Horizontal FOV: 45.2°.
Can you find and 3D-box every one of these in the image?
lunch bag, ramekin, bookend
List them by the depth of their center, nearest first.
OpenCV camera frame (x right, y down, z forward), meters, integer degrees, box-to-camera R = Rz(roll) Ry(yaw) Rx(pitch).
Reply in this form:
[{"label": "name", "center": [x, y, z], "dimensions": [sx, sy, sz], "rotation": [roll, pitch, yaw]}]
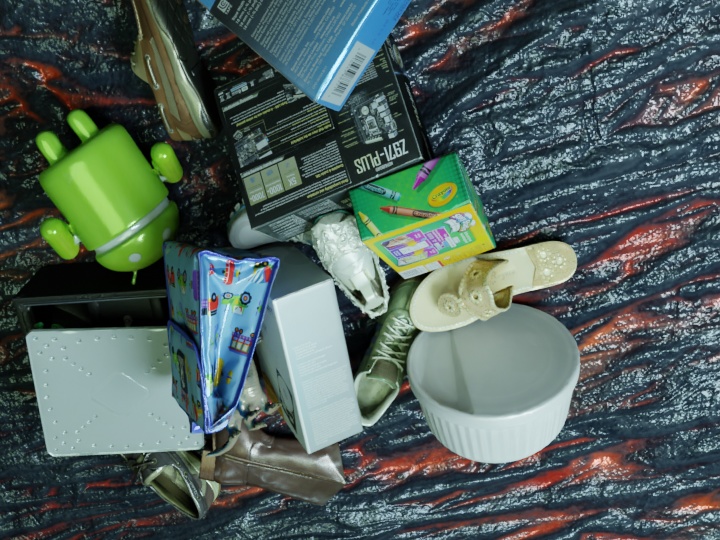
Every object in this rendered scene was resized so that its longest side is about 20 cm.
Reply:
[{"label": "lunch bag", "center": [-0.164, 0.076, 0.945], "dimensions": [0.092, 0.150, 0.204], "rotation": [5, 93, -27]}, {"label": "ramekin", "center": [0.157, 0.135, 1.020], "dimensions": [0.198, 0.204, 0.096], "rotation": [-5, 126, 8]}, {"label": "bookend", "center": [-0.309, 0.097, 1.102], "dimensions": [0.194, 0.093, 0.204], "rotation": [-3, 116, 7]}]

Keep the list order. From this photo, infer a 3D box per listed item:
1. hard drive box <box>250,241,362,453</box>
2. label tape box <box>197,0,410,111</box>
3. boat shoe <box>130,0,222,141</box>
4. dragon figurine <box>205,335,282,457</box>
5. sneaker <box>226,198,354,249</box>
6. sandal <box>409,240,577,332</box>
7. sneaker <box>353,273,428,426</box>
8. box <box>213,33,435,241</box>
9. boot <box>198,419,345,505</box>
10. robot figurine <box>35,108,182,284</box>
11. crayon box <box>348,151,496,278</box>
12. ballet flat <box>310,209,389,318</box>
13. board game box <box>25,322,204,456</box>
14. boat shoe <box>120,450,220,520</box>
[{"label": "hard drive box", "center": [-0.075, 0.086, 1.030], "dimensions": [0.076, 0.156, 0.204], "rotation": [-19, 114, -18]}, {"label": "label tape box", "center": [-0.062, -0.280, 0.858], "dimensions": [0.200, 0.063, 0.145], "rotation": [42, 107, 18]}, {"label": "boat shoe", "center": [-0.219, -0.233, 0.951], "dimensions": [0.073, 0.076, 0.203], "rotation": [-14, 112, 15]}, {"label": "dragon figurine", "center": [-0.154, 0.149, 1.061], "dimensions": [0.100, 0.058, 0.201], "rotation": [59, 142, 20]}, {"label": "sneaker", "center": [-0.068, -0.058, 0.997], "dimensions": [0.197, 0.088, 0.075], "rotation": [-23, 150, 17]}, {"label": "sandal", "center": [0.154, 0.014, 1.004], "dimensions": [0.208, 0.070, 0.079], "rotation": [-19, 91, 1]}, {"label": "sneaker", "center": [0.039, 0.107, 1.070], "dimensions": [0.066, 0.090, 0.203], "rotation": [23, 115, -4]}, {"label": "box", "center": [-0.036, -0.147, 0.924], "dimensions": [0.197, 0.086, 0.167], "rotation": [-22, 77, 15]}, {"label": "boot", "center": [-0.105, 0.220, 1.158], "dimensions": [0.196, 0.064, 0.190], "rotation": [13, 112, -5]}, {"label": "robot figurine", "center": [-0.289, -0.087, 1.001], "dimensions": [0.174, 0.115, 0.202], "rotation": [-37, 108, -12]}, {"label": "crayon box", "center": [0.073, -0.053, 0.937], "dimensions": [0.117, 0.200, 0.059], "rotation": [-19, 74, 11]}, {"label": "ballet flat", "center": [0.000, 0.000, 0.984], "dimensions": [0.070, 0.073, 0.200], "rotation": [-11, 156, 11]}, {"label": "board game box", "center": [-0.295, 0.145, 1.065], "dimensions": [0.196, 0.026, 0.203], "rotation": [-1, 125, -8]}, {"label": "boat shoe", "center": [-0.278, 0.264, 1.190], "dimensions": [0.199, 0.065, 0.073], "rotation": [39, 114, -11]}]
